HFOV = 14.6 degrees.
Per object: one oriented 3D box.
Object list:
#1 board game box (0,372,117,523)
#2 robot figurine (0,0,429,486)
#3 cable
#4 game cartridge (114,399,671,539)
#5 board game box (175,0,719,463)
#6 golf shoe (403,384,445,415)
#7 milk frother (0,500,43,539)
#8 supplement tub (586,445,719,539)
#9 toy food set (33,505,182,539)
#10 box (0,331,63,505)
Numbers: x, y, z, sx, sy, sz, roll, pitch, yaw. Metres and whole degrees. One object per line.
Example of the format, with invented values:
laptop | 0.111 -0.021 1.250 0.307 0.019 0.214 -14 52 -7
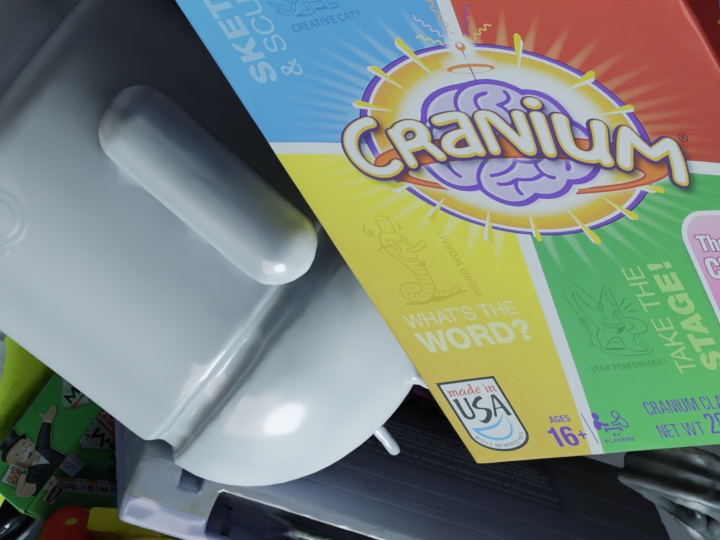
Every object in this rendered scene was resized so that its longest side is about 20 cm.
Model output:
board game box | -0.060 0.063 1.143 0.029 0.135 0.200 36 177 28
robot figurine | -0.057 -0.012 0.863 0.200 0.113 0.170 37 169 -3
cable | 0.132 0.073 0.969 0.097 0.050 0.200 22 172 36
game cartridge | 0.013 0.078 0.959 0.199 0.039 0.130 18 -167 -12
board game box | 0.050 -0.038 0.751 0.153 0.040 0.200 -9 125 41
golf shoe | 0.101 0.015 0.998 0.199 0.093 0.073 4 -174 6
milk frother | -0.166 0.156 1.335 0.180 0.200 0.188 39 176 25
supplement tub | 0.145 0.109 1.167 0.144 0.145 0.200 -3 159 32
toy food set | -0.026 0.120 1.058 0.200 0.049 0.198 19 166 -40
box | -0.186 0.004 1.028 0.200 0.122 0.048 25 -170 -43
